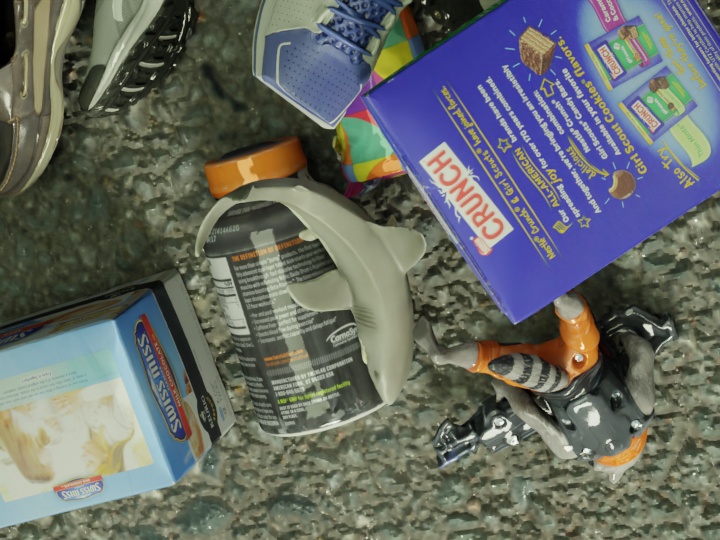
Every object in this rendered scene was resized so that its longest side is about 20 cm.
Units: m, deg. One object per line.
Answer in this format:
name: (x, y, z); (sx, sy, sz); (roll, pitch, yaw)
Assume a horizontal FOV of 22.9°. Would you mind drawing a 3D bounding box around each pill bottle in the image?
pill bottle: (-0.049, 0.008, 1.263); (0.106, 0.106, 0.200); (-13, 101, 19)

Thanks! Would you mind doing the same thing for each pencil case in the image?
pencil case: (-0.002, -0.153, 1.219); (0.088, 0.088, 0.200); (-14, 99, 19)

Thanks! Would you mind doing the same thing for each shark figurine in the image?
shark figurine: (-0.006, -0.021, 1.176); (0.089, 0.128, 0.214); (-6, 141, 44)

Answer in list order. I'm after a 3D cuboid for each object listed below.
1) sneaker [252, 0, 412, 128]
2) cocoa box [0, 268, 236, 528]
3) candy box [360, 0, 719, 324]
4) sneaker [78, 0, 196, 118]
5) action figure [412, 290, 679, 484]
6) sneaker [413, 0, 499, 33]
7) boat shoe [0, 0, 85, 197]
sneaker: (0.011, -0.193, 1.115); (0.080, 0.115, 0.200); (31, 79, -22)
cocoa box: (-0.220, 0.100, 1.324); (0.200, 0.131, 0.134); (-16, 100, 19)
candy box: (0.127, -0.092, 1.092); (0.200, 0.077, 0.169); (-33, 93, 0)
sneaker: (-0.157, -0.202, 1.261); (0.079, 0.074, 0.200); (28, 105, 17)
action figure: (0.121, 0.090, 1.220); (0.200, 0.105, 0.193); (-38, 126, 18)
sneaker: (0.117, -0.185, 1.192); (0.200, 0.072, 0.072); (22, 136, 22)
boat shoe: (-0.257, -0.149, 1.284); (0.074, 0.073, 0.200); (31, 116, 40)
